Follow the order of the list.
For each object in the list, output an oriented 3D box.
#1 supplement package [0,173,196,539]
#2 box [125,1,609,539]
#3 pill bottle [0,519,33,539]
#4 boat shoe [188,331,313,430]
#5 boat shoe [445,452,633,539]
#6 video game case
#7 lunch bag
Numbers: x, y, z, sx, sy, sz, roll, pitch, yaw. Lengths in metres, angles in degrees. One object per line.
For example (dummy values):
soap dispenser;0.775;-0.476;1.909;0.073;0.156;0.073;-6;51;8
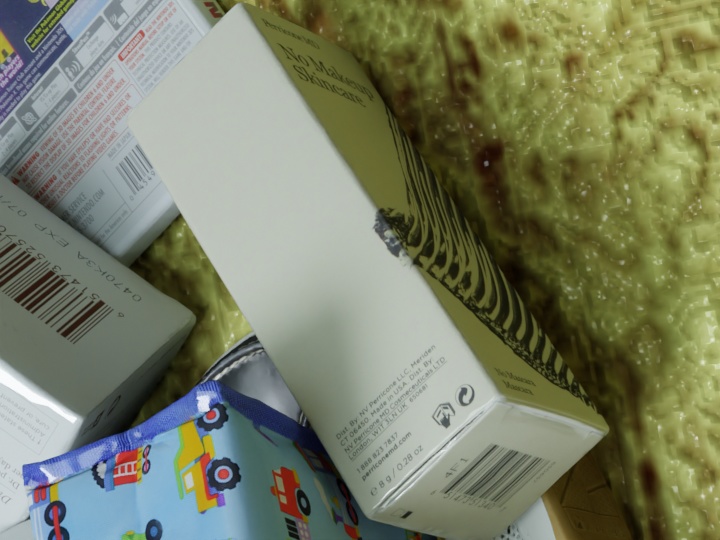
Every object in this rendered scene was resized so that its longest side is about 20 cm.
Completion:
supplement package;-0.176;0.077;1.069;0.117;0.117;0.200;36;118;3
box;0.000;0.000;0.957;0.068;0.082;0.200;-44;58;18
pill bottle;-0.084;0.195;1.005;0.114;0.114;0.200;2;127;31
boat shoe;-0.076;0.098;1.062;0.074;0.060;0.200;51;119;15
boat shoe;0.078;0.150;0.949;0.069;0.071;0.200;-38;53;25
video game case;-0.146;-0.076;1.105;0.200;0.023;0.182;-44;74;29
lunch bag;-0.012;0.140;0.927;0.094;0.200;0.151;-24;64;30
